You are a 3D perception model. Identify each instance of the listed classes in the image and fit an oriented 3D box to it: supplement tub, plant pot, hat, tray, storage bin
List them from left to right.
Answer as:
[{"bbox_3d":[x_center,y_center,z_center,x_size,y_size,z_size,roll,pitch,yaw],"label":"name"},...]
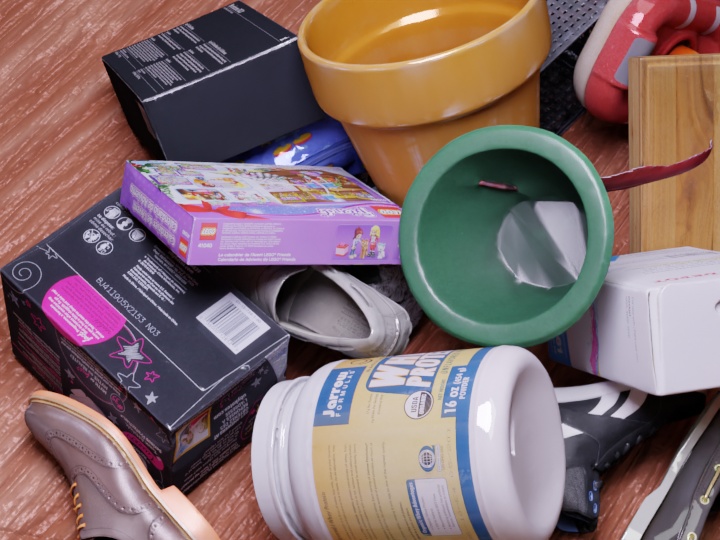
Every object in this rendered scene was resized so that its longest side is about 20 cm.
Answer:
[{"bbox_3d":[0.036,0.134,1.205,0.198,0.145,0.146,-7,47,25],"label":"supplement tub"},{"bbox_3d":[0.066,-0.132,1.349,0.198,0.185,0.201,-12,31,7],"label":"plant pot"},{"bbox_3d":[0.157,-0.192,1.512,0.093,0.136,0.200,35,57,20],"label":"storage bin"},{"bbox_3d":[0.154,-0.024,1.301,0.198,0.176,0.168,1,90,28],"label":"hat"},{"bbox_3d":[0.280,-0.081,1.415,0.097,0.203,0.037,-3,8,-8],"label":"tray"}]

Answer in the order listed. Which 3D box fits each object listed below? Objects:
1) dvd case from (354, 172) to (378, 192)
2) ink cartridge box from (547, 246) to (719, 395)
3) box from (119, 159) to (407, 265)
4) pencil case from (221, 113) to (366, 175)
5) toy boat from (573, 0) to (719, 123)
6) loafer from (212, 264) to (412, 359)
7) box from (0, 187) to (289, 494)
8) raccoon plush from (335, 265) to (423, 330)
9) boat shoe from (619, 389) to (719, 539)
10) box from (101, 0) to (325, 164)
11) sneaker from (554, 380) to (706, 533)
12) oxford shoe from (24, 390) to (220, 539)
[{"bbox_3d":[-0.014,-0.102,1.499,0.144,0.022,0.202,-4,54,-9],"label":"dvd case"},{"bbox_3d":[0.246,0.036,1.297,0.143,0.200,0.086,-7,96,-16],"label":"ink cartridge box"},{"bbox_3d":[-0.071,-0.045,1.296,0.198,0.040,0.137,0,21,-31],"label":"box"},{"bbox_3d":[-0.078,-0.080,1.414,0.199,0.079,0.087,-30,28,-16],"label":"pencil case"},{"bbox_3d":[0.291,-0.175,1.484,0.130,0.131,0.199,39,24,30],"label":"toy boat"},{"bbox_3d":[-0.052,0.013,1.291,0.199,0.070,0.071,23,92,26],"label":"loafer"},{"bbox_3d":[-0.167,0.057,1.302,0.200,0.115,0.132,40,58,22],"label":"box"},{"bbox_3d":[0.000,0.000,1.404,0.133,0.098,0.199,31,26,33],"label":"raccoon plush"},{"bbox_3d":[0.261,0.169,1.284,0.060,0.072,0.202,32,63,14],"label":"boat shoe"},{"bbox_3d":[-0.129,-0.159,1.426,0.140,0.079,0.200,-26,23,-9],"label":"box"},{"bbox_3d":[0.189,0.147,1.302,0.198,0.073,0.113,-5,69,-18],"label":"sneaker"},{"bbox_3d":[-0.193,0.167,1.243,0.199,0.072,0.073,38,63,22],"label":"oxford shoe"}]
